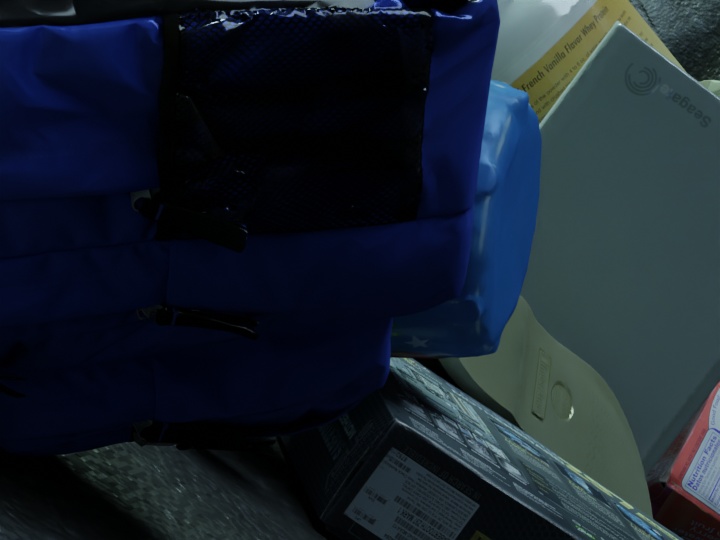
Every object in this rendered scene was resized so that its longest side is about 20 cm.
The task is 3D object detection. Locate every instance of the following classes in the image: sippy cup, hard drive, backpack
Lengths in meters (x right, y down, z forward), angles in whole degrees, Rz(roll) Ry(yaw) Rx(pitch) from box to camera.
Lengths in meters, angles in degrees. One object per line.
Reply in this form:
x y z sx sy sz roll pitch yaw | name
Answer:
-0.006 -0.026 1.038 0.130 0.179 0.140 9 -9 13 | sippy cup
0.106 0.010 1.286 0.132 0.200 0.026 37 7 -1 | hard drive
-0.082 -0.036 0.801 0.199 0.169 0.162 -2 19 -22 | backpack

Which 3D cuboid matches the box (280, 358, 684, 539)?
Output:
0.063 0.101 1.084 0.200 0.051 0.158 34 7 -17 | box

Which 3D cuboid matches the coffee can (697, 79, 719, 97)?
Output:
0.227 0.009 1.568 0.200 0.147 0.146 34 7 -30 | coffee can

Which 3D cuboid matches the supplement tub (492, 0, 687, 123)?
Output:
0.089 -0.063 1.382 0.200 0.144 0.144 50 5 -8 | supplement tub

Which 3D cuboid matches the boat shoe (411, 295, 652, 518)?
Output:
0.061 0.066 1.216 0.201 0.063 0.074 48 43 -38 | boat shoe

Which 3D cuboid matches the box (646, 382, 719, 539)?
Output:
0.200 0.061 1.378 0.102 0.200 0.095 35 -28 -9 | box
